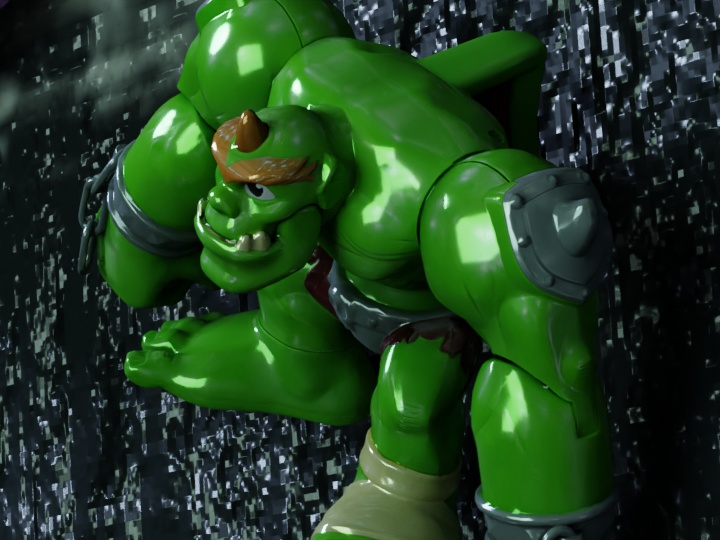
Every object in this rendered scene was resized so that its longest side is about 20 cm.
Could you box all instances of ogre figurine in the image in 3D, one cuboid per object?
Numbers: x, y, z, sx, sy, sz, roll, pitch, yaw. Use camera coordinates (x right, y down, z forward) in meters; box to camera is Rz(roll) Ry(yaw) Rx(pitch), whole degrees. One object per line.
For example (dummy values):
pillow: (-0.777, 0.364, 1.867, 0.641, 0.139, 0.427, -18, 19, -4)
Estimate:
ogre figurine: (0.000, 0.000, 0.724, 0.200, 0.098, 0.120, -120, 33, -52)

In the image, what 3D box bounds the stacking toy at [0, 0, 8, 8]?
stacking toy: (-0.145, -0.100, 0.901, 0.200, 0.116, 0.110, -22, 71, 32)
